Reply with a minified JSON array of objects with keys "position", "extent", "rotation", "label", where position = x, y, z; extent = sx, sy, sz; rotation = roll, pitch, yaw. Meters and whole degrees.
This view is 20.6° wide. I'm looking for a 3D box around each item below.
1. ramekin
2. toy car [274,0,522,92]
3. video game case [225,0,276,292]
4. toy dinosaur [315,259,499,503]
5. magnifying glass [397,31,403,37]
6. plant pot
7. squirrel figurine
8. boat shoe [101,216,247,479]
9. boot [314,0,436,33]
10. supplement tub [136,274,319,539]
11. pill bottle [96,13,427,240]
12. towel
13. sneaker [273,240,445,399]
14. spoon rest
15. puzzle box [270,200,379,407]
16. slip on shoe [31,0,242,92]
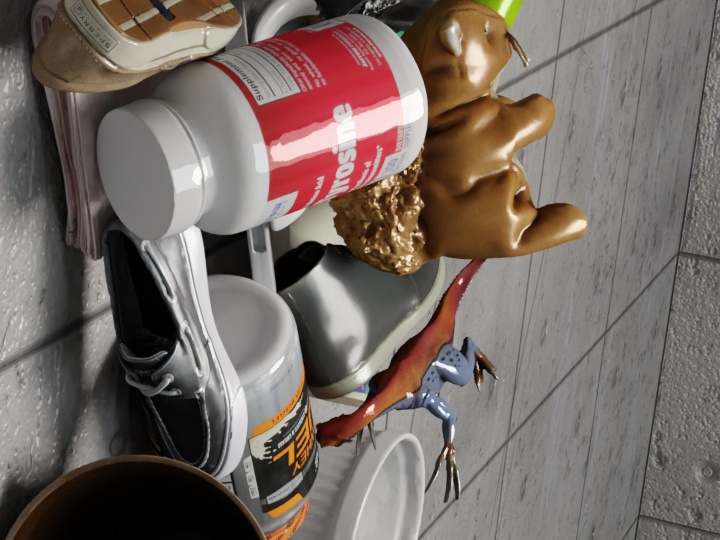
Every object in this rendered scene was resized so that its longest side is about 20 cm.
[{"position":[-0.025,0.232,1.762],"extent":[0.200,0.105,0.201],"rotation":[11,90,-71],"label":"ramekin"},{"position":[0.009,-0.191,1.561],"extent":[0.200,0.158,0.165],"rotation":[27,89,-57],"label":"toy car"},{"position":[-0.081,-0.094,1.440],"extent":[0.143,0.017,0.200],"rotation":[-98,-177,-50],"label":"video game case"},{"position":[0.027,0.083,1.552],"extent":[0.181,0.105,0.201],"rotation":[10,76,-62],"label":"toy dinosaur"},{"position":[0.013,-0.176,1.449],"extent":[0.022,0.079,0.200],"rotation":[40,61,-48],"label":"magnifying glass"},{"position":[-0.138,0.222,1.357],"extent":[0.200,0.186,0.187],"rotation":[61,42,-83],"label":"plant pot"},{"position":[0.051,-0.104,1.488],"extent":[0.200,0.142,0.187],"rotation":[-18,113,-18],"label":"squirrel figurine"},{"position":[-0.128,0.054,1.299],"extent":[0.068,0.072,0.201],"rotation":[-36,123,-53],"label":"boat shoe"},{"position":[-0.007,-0.245,1.426],"extent":[0.076,0.168,0.200],"rotation":[-40,174,28],"label":"boot"},{"position":[-0.096,0.111,1.455],"extent":[0.200,0.122,0.123],"rotation":[82,27,-45],"label":"supplement tub"},{"position":[-0.063,-0.089,1.268],"extent":[0.200,0.112,0.113],"rotation":[-22,127,-35],"label":"pill bottle"},{"position":[-0.147,-0.136,1.298],"extent":[0.200,0.032,0.191],"rotation":[-56,152,-48],"label":"towel"},{"position":[0.000,0.000,1.550],"extent":[0.106,0.075,0.200],"rotation":[64,35,-25],"label":"sneaker"},{"position":[-0.054,-0.121,1.420],"extent":[0.099,0.060,0.200],"rotation":[85,11,-59],"label":"spoon rest"},{"position":[-0.030,0.005,1.596],"extent":[0.133,0.025,0.201],"rotation":[19,66,-57],"label":"puzzle box"},{"position":[-0.135,-0.146,1.199],"extent":[0.061,0.076,0.200],"rotation":[-42,-178,22],"label":"slip on shoe"}]
